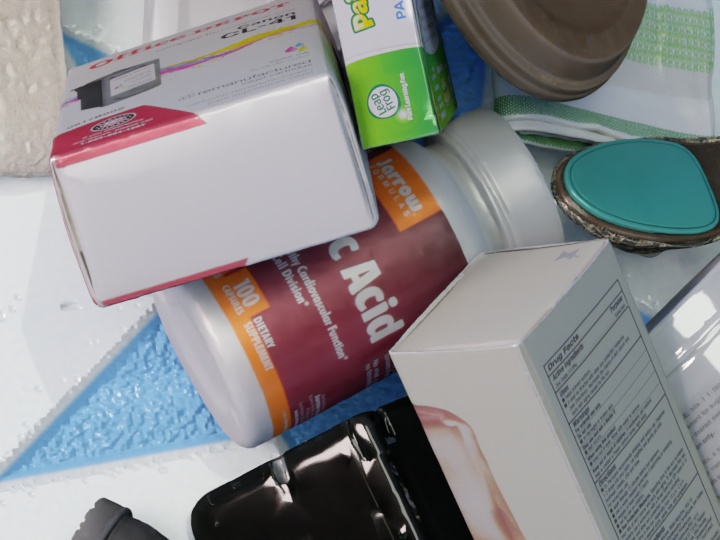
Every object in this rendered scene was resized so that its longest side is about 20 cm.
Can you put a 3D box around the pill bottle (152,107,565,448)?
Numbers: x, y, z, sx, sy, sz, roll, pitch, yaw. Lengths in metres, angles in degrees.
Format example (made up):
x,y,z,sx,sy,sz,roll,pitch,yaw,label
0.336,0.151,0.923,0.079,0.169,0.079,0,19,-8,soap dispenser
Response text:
x,y,z,sx,sy,sz,roll,pitch,yaw,label
0.000,0.000,1.543,0.200,0.114,0.114,-28,83,-13,pill bottle

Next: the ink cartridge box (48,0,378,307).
x,y,z,sx,sy,sz,roll,pitch,yaw,label
-0.075,-0.065,1.483,0.147,0.200,0.086,-18,108,2,ink cartridge box

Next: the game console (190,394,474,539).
x,y,z,sx,sy,sz,roll,pitch,yaw,label
0.036,0.174,1.562,0.176,0.116,0.200,-28,82,17,game console

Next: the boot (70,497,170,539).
x,y,z,sx,sy,sz,roll,pitch,yaw,label
-0.083,0.226,1.483,0.200,0.066,0.165,26,74,13,boot

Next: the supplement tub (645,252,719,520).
x,y,z,sx,sy,sz,roll,pitch,yaw,label
0.230,0.092,1.550,0.200,0.132,0.132,46,76,2,supplement tub

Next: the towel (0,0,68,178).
x,y,z,sx,sy,sz,roll,pitch,yaw,label
-0.226,-0.144,1.558,0.132,0.034,0.201,-6,91,-20,towel

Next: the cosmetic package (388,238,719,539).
x,y,z,sx,sy,sz,roll,pitch,yaw,label
0.106,0.096,1.481,0.103,0.087,0.200,-44,119,-43,cosmetic package

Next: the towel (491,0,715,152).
x,y,z,sx,sy,sz,roll,pitch,yaw,label
0.137,-0.161,1.614,0.149,0.031,0.201,9,75,-33,towel

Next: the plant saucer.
x,y,z,sx,sy,sz,roll,pitch,yaw,label
0.093,-0.187,1.526,0.200,0.029,0.201,24,58,-46,plant saucer

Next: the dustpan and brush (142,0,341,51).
x,y,z,sx,sy,sz,roll,pitch,yaw,label
-0.014,-0.164,1.603,0.200,0.057,0.140,5,80,-17,dustpan and brush

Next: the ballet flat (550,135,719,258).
x,y,z,sx,sy,sz,roll,pitch,yaw,label
0.185,-0.040,1.587,0.200,0.075,0.068,-12,68,-23,ballet flat

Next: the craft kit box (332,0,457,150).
x,y,z,sx,sy,sz,roll,pitch,yaw,label
0.007,-0.167,1.484,0.048,0.200,0.198,-14,95,6,craft kit box
